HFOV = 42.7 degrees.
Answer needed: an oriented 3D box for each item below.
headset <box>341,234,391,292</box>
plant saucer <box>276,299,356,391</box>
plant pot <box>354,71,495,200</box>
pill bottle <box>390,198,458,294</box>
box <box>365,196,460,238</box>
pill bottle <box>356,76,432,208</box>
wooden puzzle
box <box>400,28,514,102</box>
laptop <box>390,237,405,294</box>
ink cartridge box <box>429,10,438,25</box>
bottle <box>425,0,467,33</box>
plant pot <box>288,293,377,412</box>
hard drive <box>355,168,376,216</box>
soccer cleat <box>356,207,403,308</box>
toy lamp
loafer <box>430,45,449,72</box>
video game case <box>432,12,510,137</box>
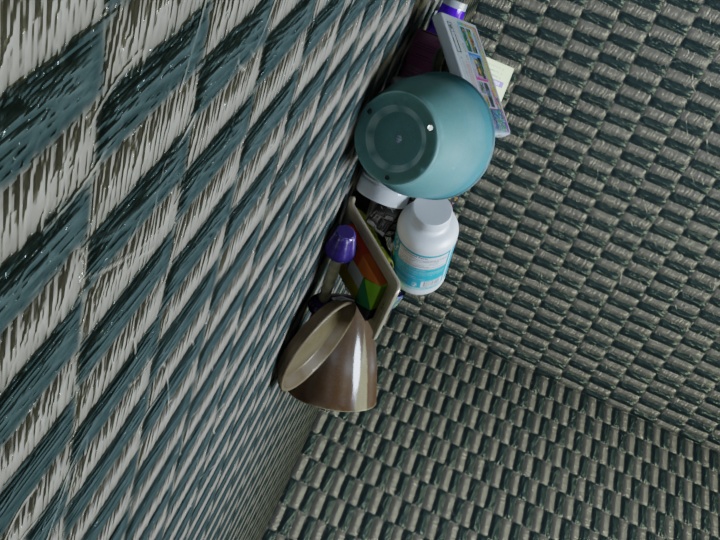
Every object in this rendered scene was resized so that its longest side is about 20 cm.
[{"bbox_3d":[0.001,-0.006,1.868,0.124,0.093,0.201,-54,-156,28],"label":"headset"},{"bbox_3d":[-0.081,0.127,1.619,0.200,0.029,0.201,-46,164,-17],"label":"plant saucer"},{"bbox_3d":[0.083,-0.201,1.392,0.187,0.198,0.203,-19,134,-64],"label":"plant pot"},{"bbox_3d":[0.114,-0.051,1.642,0.201,0.109,0.112,100,12,-57],"label":"pill bottle"},{"bbox_3d":[0.113,-0.132,1.724,0.159,0.050,0.199,-56,155,16],"label":"box"},{"bbox_3d":[0.070,-0.216,1.568,0.113,0.112,0.203,-57,168,-73],"label":"pill bottle"},{"bbox_3d":[0.000,0.000,1.611,0.037,0.202,0.186,-17,156,-21],"label":"wooden puzzle"},{"bbox_3d":[0.158,-0.313,1.693,0.097,0.174,0.203,38,-68,51],"label":"box"},{"bbox_3d":[0.075,-0.031,1.876,0.203,0.102,0.177,66,27,-13],"label":"laptop"},{"bbox_3d":[0.139,-0.437,1.909,0.100,0.039,0.203,-60,172,-71],"label":"ink cartridge box"},{"bbox_3d":[0.145,-0.415,1.746,0.065,0.082,0.203,-56,169,-70],"label":"bottle"},{"bbox_3d":[-0.043,0.156,1.857,0.187,0.184,0.204,-52,151,-78],"label":"plant pot"},{"bbox_3d":[0.025,-0.173,1.787,0.201,0.037,0.141,109,5,-52],"label":"hard drive"},{"bbox_3d":[0.028,-0.026,1.676,0.064,0.203,0.083,-10,168,-41],"label":"soccer cleat"},{"bbox_3d":[-0.048,0.002,1.588,0.059,0.057,0.202,-64,175,-45],"label":"toy lamp"},{"bbox_3d":[0.178,-0.298,1.602,0.070,0.074,0.203,35,-33,56],"label":"loafer"},{"bbox_3d":[0.187,-0.321,1.534,0.181,0.023,0.203,-16,87,-65],"label":"video game case"}]
